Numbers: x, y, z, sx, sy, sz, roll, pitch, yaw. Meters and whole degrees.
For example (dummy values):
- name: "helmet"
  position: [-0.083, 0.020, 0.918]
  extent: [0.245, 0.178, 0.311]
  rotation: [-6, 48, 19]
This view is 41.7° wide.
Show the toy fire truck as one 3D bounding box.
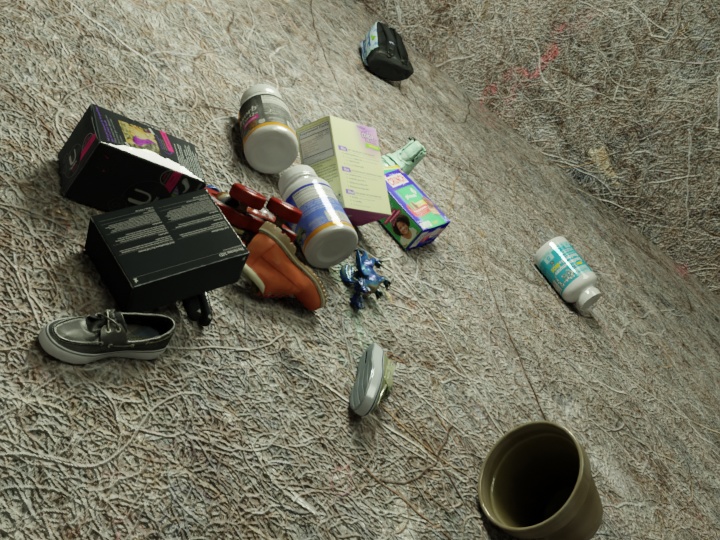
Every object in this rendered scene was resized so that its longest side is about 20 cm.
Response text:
- name: "toy fire truck"
  position: [-0.213, -0.099, 1.707]
  extent: [0.199, 0.113, 0.168]
  rotation: [20, 9, -39]

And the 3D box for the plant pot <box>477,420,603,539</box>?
- name: "plant pot"
  position: [0.329, 0.387, 1.630]
  extent: [0.173, 0.199, 0.201]
  rotation: [43, 20, -36]

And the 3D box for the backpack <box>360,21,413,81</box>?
- name: "backpack"
  position: [0.074, -0.698, 3.001]
  extent: [0.162, 0.154, 0.201]
  rotation: [18, 55, -31]

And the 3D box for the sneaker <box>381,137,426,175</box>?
- name: "sneaker"
  position: [0.094, -0.286, 2.392]
  extent: [0.074, 0.118, 0.200]
  rotation: [49, 27, 11]

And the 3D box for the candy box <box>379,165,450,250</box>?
- name: "candy box"
  position: [0.097, -0.153, 2.239]
  extent: [0.200, 0.077, 0.169]
  rotation: [47, 26, 12]

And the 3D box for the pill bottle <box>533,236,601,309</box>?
- name: "pill bottle"
  position: [0.580, 0.011, 2.627]
  extent: [0.110, 0.111, 0.201]
  rotation: [3, 45, -53]

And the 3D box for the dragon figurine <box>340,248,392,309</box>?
- name: "dragon figurine"
  position: [0.000, 0.000, 1.884]
  extent: [0.099, 0.059, 0.201]
  rotation: [22, 34, -37]

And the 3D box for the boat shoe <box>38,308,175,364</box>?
- name: "boat shoe"
  position: [-0.333, 0.082, 1.277]
  extent: [0.199, 0.066, 0.070]
  rotation: [11, 39, -48]

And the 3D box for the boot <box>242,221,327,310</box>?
- name: "boot"
  position: [-0.139, 0.020, 1.652]
  extent: [0.075, 0.107, 0.200]
  rotation: [15, -29, 50]

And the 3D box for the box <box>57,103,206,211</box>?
- name: "box"
  position: [-0.371, -0.164, 1.539]
  extent: [0.199, 0.122, 0.106]
  rotation: [19, 34, -39]

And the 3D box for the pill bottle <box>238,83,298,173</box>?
- name: "pill bottle"
  position: [-0.200, -0.305, 2.011]
  extent: [0.116, 0.116, 0.201]
  rotation: [25, 30, -32]

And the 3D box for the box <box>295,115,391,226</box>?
- name: "box"
  position: [-0.035, -0.208, 2.016]
  extent: [0.175, 0.096, 0.202]
  rotation: [3, 75, -55]

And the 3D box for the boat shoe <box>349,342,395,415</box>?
- name: "boat shoe"
  position: [0.029, 0.189, 1.618]
  extent: [0.062, 0.072, 0.200]
  rotation: [35, 24, -9]

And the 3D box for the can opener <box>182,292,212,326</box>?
- name: "can opener"
  position: [-0.272, -0.001, 1.502]
  extent: [0.063, 0.078, 0.201]
  rotation: [28, 37, -43]

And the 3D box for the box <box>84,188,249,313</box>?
- name: "box"
  position: [-0.291, -0.030, 1.425]
  extent: [0.199, 0.079, 0.141]
  rotation: [-18, 59, -36]

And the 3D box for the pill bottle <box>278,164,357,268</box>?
- name: "pill bottle"
  position: [-0.092, -0.112, 1.868]
  extent: [0.112, 0.112, 0.201]
  rotation: [14, 36, -44]
